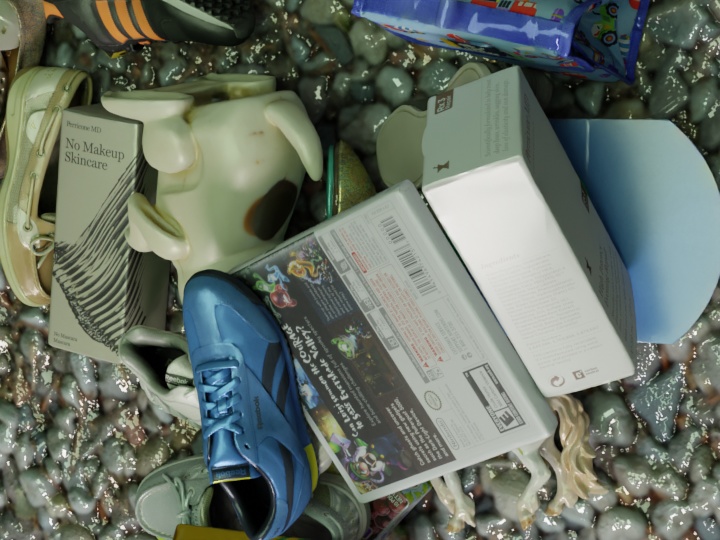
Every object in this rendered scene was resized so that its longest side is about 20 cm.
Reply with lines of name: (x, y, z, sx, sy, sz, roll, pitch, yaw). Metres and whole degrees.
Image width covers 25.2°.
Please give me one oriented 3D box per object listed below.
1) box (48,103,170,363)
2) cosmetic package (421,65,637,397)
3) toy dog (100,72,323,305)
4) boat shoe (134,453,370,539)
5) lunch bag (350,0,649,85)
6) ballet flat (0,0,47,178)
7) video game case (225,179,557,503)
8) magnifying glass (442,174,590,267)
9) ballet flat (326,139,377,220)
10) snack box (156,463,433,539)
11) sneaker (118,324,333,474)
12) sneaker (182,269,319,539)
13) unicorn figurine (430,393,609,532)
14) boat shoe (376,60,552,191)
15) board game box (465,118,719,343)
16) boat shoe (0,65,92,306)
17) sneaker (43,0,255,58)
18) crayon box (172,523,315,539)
box: (-0.202, -0.032, 1.324, 0.082, 0.068, 0.201, 11, 105, 25)
cosmetic package: (0.114, -0.023, 1.063, 0.074, 0.102, 0.200, -18, 128, 19)
toy dog: (-0.091, -0.042, 1.233, 0.193, 0.139, 0.201, 7, 109, 32)
boat shoe: (-0.093, 0.188, 1.257, 0.201, 0.065, 0.075, 4, 101, 23)
lunch bag: (0.097, -0.179, 1.081, 0.150, 0.200, 0.095, 16, 106, 22)
ballet flat: (-0.306, -0.170, 1.348, 0.068, 0.067, 0.201, 14, 105, 22)
video game case: (0.016, 0.056, 1.131, 0.181, 0.023, 0.201, -25, 102, 37)
magnifying glass: (0.074, -0.019, 1.171, 0.199, 0.022, 0.080, -24, 89, 18)
ballet flat: (0.000, 0.000, 1.243, 0.070, 0.071, 0.201, 10, 103, 23)
snack box: (-0.057, 0.194, 1.307, 0.142, 0.053, 0.200, 47, 114, 12)
sneaker: (-0.105, 0.099, 1.236, 0.199, 0.081, 0.075, 24, 78, 25)
sneaker: (-0.086, 0.099, 1.148, 0.066, 0.078, 0.201, -7, 111, 28)
unicorn figurine: (0.081, 0.128, 1.225, 0.199, 0.074, 0.138, -10, 99, 7)
boat shoe: (0.071, -0.099, 1.157, 0.200, 0.057, 0.067, 151, 113, -65)
board game box: (0.166, -0.031, 1.170, 0.199, 0.039, 0.159, 2, 97, 19)
boat shoe: (-0.256, -0.068, 1.343, 0.063, 0.073, 0.202, 7, 96, 28)
sneaker: (-0.171, -0.205, 1.285, 0.199, 0.070, 0.090, 25, 124, 19)
crayon box: (-0.068, 0.248, 1.226, 0.199, 0.051, 0.127, 5, 146, 12)
